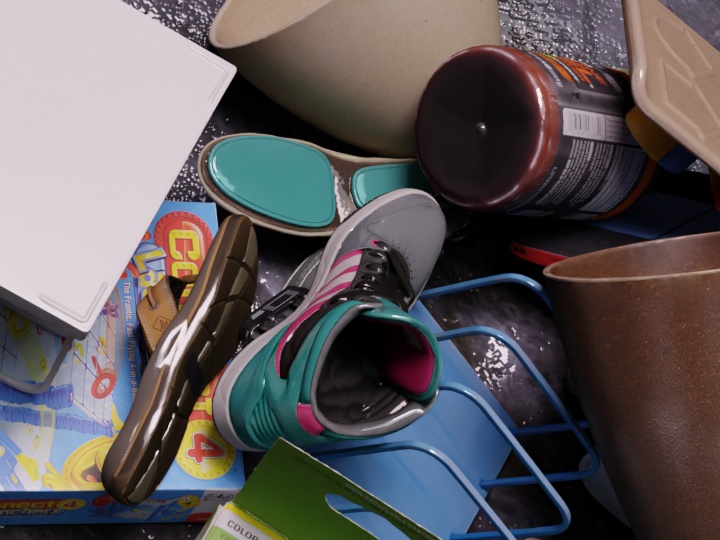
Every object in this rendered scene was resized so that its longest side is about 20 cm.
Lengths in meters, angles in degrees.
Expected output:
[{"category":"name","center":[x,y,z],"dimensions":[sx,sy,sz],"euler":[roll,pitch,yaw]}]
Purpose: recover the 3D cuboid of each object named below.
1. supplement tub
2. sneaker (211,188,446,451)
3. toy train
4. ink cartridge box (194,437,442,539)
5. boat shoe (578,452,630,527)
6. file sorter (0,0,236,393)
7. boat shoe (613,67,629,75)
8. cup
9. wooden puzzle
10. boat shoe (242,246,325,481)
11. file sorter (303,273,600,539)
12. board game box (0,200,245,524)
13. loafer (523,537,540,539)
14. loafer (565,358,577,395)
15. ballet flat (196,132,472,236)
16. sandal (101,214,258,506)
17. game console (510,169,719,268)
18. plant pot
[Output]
[{"category":"supplement tub","center":[0.131,-0.088,1.196],"dimensions":[0.200,0.107,0.107],"euler":[2,58,-52]},{"category":"sneaker","center":[0.011,0.027,1.036],"dimensions":[0.200,0.120,0.084],"euler":[-51,119,-25]},{"category":"toy train","center":[0.000,0.000,1.139],"dimensions":[0.200,0.046,0.034],"euler":[-34,118,-34]},{"category":"ink cartridge box","center":[-0.030,0.191,0.991],"dimensions":[0.147,0.200,0.076],"euler":[33,56,-1]},{"category":"boat shoe","center":[0.237,0.172,1.189],"dimensions":[0.200,0.074,0.060],"euler":[39,60,12]},{"category":"file sorter","center":[-0.187,-0.050,1.041],"dimensions":[0.138,0.125,0.201],"euler":[29,56,-5]},{"category":"boat shoe","center":[0.180,-0.113,1.325],"dimensions":[0.199,0.063,0.074],"euler":[-11,67,-27]},{"category":"cup","center":[0.017,-0.161,1.231],"dimensions":[0.143,0.200,0.201],"euler":[53,52,-23]},{"category":"wooden puzzle","center":[0.230,-0.095,1.183],"dimensions":[0.200,0.046,0.186],"euler":[40,28,-19]},{"category":"boat shoe","center":[-0.030,0.059,1.148],"dimensions":[0.073,0.062,0.201],"euler":[25,56,-6]},{"category":"file sorter","center":[0.055,0.117,1.083],"dimensions":[0.139,0.122,0.200],"euler":[52,50,-23]},{"category":"board game box","center":[-0.179,0.052,1.097],"dimensions":[0.195,0.056,0.201],"euler":[2,62,-20]},{"category":"loafer","center":[0.079,0.240,1.090],"dimensions":[0.070,0.070,0.200],"euler":[38,38,-1]},{"category":"loafer","center":[0.232,0.078,1.242],"dimensions":[0.199,0.063,0.072],"euler":[-5,22,-22]},{"category":"ballet flat","center":[-0.021,-0.047,1.207],"dimensions":[0.199,0.069,0.070],"euler":[8,60,-21]},{"category":"sandal","center":[-0.112,0.045,1.060],"dimensions":[0.054,0.082,0.201],"euler":[17,62,14]},{"category":"game console","center":[0.227,-0.026,1.235],"dimensions":[0.176,0.031,0.200],"euler":[21,30,35]},{"category":"plant pot","center":[0.211,0.086,1.043],"dimensions":[0.186,0.187,0.201],"euler":[-11,96,-26]}]
